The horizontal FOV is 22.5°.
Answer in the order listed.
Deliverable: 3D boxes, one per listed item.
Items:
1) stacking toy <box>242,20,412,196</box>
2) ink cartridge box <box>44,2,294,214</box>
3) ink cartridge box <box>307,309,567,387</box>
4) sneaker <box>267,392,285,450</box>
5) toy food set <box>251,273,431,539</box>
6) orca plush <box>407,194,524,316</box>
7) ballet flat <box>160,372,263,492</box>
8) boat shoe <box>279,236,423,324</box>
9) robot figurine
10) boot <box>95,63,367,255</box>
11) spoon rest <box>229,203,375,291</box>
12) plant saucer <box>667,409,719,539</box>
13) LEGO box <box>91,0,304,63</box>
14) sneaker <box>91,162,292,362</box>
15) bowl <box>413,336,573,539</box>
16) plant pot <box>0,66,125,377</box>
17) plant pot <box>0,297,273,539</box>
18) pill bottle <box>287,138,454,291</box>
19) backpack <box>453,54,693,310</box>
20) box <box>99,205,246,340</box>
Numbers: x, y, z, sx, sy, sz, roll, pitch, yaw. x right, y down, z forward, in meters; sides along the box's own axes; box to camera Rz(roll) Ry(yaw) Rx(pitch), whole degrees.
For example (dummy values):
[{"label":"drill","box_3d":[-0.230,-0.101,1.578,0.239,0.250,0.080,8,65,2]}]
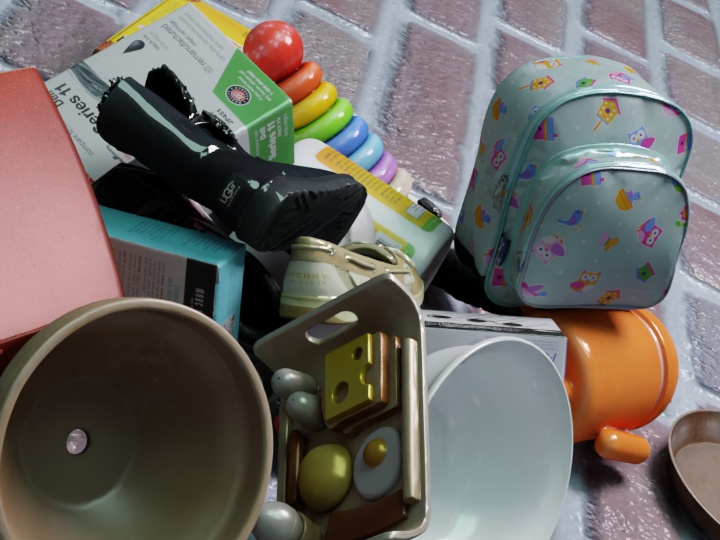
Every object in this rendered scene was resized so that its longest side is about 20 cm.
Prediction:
[{"label":"stacking toy","box_3d":[-0.038,-0.134,1.613,0.200,0.085,0.085,56,24,-18]},{"label":"ink cartridge box","box_3d":[-0.174,-0.106,1.454,0.200,0.083,0.147,-34,62,-23]},{"label":"ink cartridge box","box_3d":[0.054,0.057,1.392,0.199,0.044,0.094,4,7,-1]},{"label":"sneaker","box_3d":[0.005,0.116,1.388,0.199,0.080,0.095,7,13,-30]},{"label":"toy food set","box_3d":[-0.025,0.113,1.216,0.060,0.143,0.201,28,48,-36]},{"label":"orca plush","box_3d":[0.071,0.008,1.624,0.200,0.071,0.105,47,-11,20]},{"label":"ballet flat","box_3d":[-0.102,0.100,1.301,0.067,0.071,0.200,25,29,-4]},{"label":"boat shoe","box_3d":[-0.003,0.000,1.374,0.073,0.064,0.200,7,7,25]},{"label":"robot figurine","box_3d":[0.191,0.088,1.529,0.199,0.117,0.144,-6,29,-44]},{"label":"boot","box_3d":[-0.095,-0.082,1.354,0.168,0.077,0.200,38,13,17]},{"label":"spoon rest","box_3d":[-0.079,-0.011,1.441,0.199,0.061,0.100,-23,96,-21]},{"label":"plant saucer","box_3d":[0.347,0.201,1.569,0.199,0.035,0.201,22,31,-14]},{"label":"LEGO box","box_3d":[-0.153,-0.165,1.654,0.149,0.077,0.200,32,30,3]},{"label":"sneaker","box_3d":[-0.118,-0.010,1.348,0.200,0.081,0.086,37,-14,-16]},{"label":"bowl","box_3d":[0.060,0.140,1.301,0.090,0.202,0.201,11,12,42]},{"label":"plant pot","box_3d":[-0.276,0.009,1.189,0.177,0.200,0.199,52,35,13]},{"label":"plant pot","box_3d":[-0.162,0.115,1.158,0.200,0.202,0.093,6,0,-34]},{"label":"pill bottle","box_3d":[-0.030,-0.042,1.538,0.200,0.111,0.111,34,30,8]},{"label":"backpack","box_3d":[0.180,-0.068,1.472,0.175,0.201,0.153,2,20,-19]},{"label":"box","box_3d":[-0.185,0.000,1.308,0.199,0.083,0.049,15,26,16]}]
